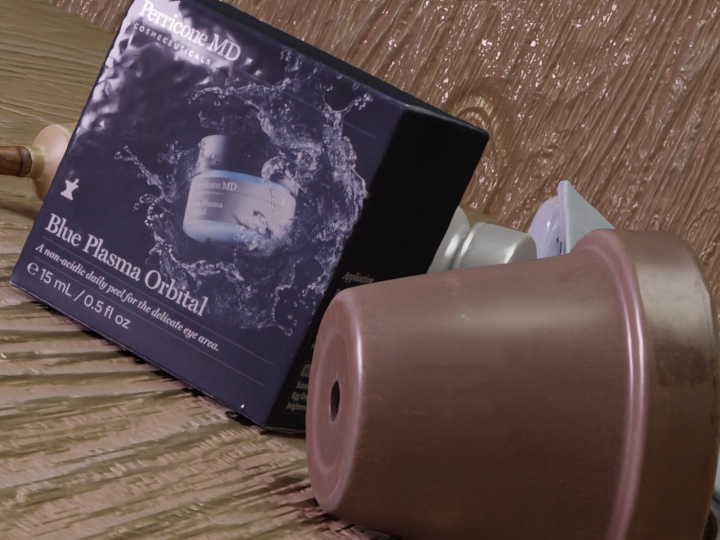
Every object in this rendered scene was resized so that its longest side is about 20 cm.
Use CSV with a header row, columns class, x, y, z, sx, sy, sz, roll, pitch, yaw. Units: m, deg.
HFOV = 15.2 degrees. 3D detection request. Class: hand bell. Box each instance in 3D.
class,x,y,z,sx,sy,sz,roll,pitch,yaw
hand bell,-0.239,-0.073,1.836,0.200,0.104,0.104,2,20,-40

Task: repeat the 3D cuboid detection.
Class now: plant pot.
class,x,y,z,sx,sy,sz,roll,pitch,yaw
plant pot,0.069,0.072,1.359,0.174,0.200,0.200,5,11,-14

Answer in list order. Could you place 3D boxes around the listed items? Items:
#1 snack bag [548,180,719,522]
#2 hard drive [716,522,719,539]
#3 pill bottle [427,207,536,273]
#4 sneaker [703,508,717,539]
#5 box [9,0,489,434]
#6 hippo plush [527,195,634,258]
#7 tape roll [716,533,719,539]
class,x,y,z,sx,sy,sz,roll,pitch,yaw
snack bag,0.182,0.048,1.758,0.189,0.021,0.200,43,27,-25
hard drive,0.138,0.101,1.747,0.200,0.026,0.132,23,36,-24
pill bottle,0.000,0.000,1.672,0.200,0.114,0.114,14,3,16
sneaker,0.121,0.111,1.643,0.200,0.067,0.090,30,10,-18
box,-0.065,-0.036,1.554,0.197,0.200,0.117,27,7,26
hippo plush,0.117,0.056,1.889,0.159,0.200,0.161,46,-26,-15
tape roll,0.305,0.201,1.609,0.202,0.071,0.202,24,6,-3
